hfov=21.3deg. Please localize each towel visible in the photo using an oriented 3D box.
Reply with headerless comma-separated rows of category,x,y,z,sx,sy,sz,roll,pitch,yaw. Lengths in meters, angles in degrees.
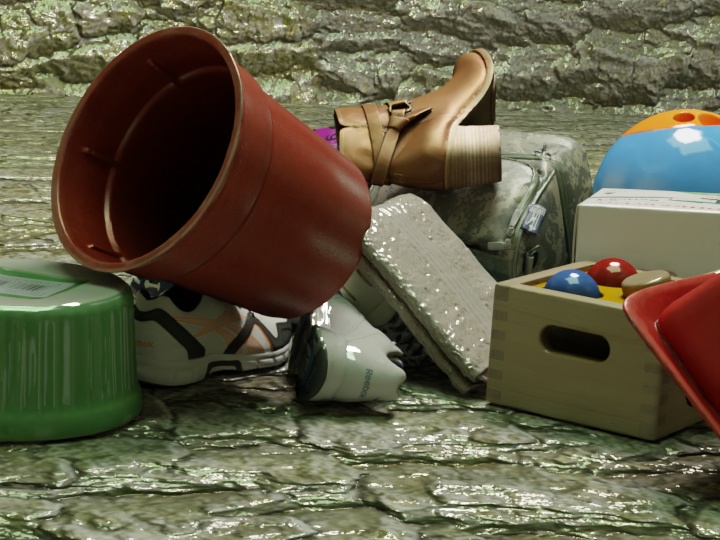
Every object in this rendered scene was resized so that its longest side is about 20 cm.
towel,0.068,0.016,1.646,0.200,0.034,0.132,50,30,14

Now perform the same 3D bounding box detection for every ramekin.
ramekin,-0.262,0.054,1.446,0.199,0.098,0.200,4,11,-1

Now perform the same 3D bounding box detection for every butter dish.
butter dish,0.324,0.050,1.382,0.199,0.148,0.200,-9,57,-52

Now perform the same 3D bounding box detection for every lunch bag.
lunch bag,0.112,-0.048,1.843,0.199,0.140,0.168,9,30,32

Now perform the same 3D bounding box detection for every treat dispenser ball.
treat dispenser ball,0.345,-0.070,2.032,0.200,0.202,0.201,4,11,-1

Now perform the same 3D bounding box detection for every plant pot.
plant pot,-0.106,-0.060,1.517,0.200,0.202,0.195,15,-10,44

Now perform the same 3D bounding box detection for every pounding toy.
pounding toy,0.238,0.043,1.567,0.199,0.143,0.184,11,13,34

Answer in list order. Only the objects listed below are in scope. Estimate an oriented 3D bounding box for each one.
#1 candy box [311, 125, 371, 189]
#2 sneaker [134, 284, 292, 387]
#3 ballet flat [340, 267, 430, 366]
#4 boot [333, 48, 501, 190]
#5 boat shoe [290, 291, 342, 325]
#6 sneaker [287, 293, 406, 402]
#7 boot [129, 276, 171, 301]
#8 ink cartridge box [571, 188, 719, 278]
candy box,-0.095,-0.065,1.850,0.199,0.061,0.137,-7,43,33
sneaker,-0.120,0.045,1.605,0.073,0.080,0.200,8,10,31
ballet flat,0.000,0.000,1.688,0.072,0.072,0.201,-3,51,-33
boot,0.052,-0.142,1.808,0.154,0.077,0.201,-2,44,2
boat shoe,-0.037,0.021,1.779,0.199,0.072,0.062,7,6,20
sneaker,-0.012,0.070,1.582,0.087,0.075,0.200,14,16,-9
boot,-0.175,0.000,1.775,0.072,0.091,0.200,1,12,-16
ink cartridge box,0.277,-0.025,1.753,0.145,0.085,0.200,3,7,12
